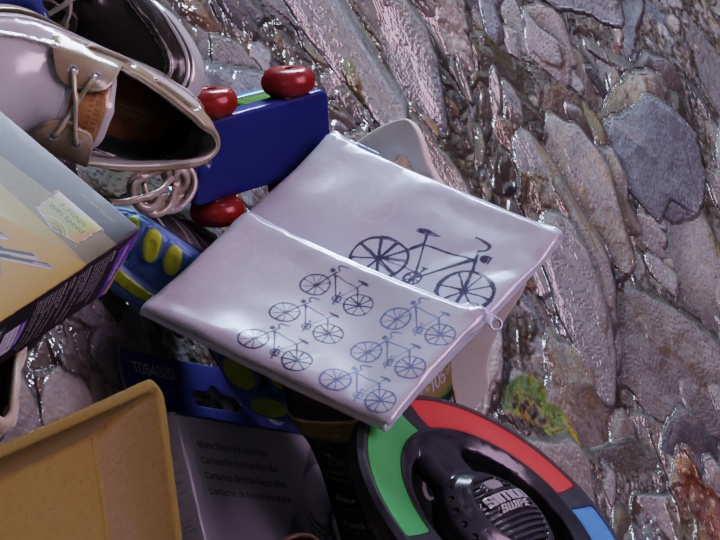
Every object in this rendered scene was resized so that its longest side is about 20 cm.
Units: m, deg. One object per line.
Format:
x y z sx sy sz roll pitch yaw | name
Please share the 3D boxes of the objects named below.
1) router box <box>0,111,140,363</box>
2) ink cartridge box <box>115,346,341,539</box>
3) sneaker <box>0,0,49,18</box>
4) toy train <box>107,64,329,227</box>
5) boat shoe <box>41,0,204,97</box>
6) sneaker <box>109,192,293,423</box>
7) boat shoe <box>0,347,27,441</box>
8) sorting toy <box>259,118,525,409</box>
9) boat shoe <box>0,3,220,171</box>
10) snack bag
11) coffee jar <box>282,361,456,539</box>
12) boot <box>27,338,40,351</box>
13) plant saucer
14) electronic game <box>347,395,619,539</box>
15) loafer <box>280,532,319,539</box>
-0.236 -0.037 1.535 0.200 0.052 0.157 39 36 10 | router box
-0.059 0.144 1.857 0.199 0.040 0.201 13 57 -56 | ink cartridge box
-0.251 -0.128 1.696 0.200 0.088 0.076 -30 96 -61 | sneaker
-0.122 -0.074 1.856 0.199 0.115 0.085 -19 111 -45 | toy train
-0.181 -0.162 1.795 0.200 0.071 0.064 37 0 12 | boat shoe
-0.083 0.018 1.865 0.199 0.071 0.083 39 23 -13 | sneaker
-0.202 0.026 1.583 0.071 0.062 0.201 48 27 -29 | boat shoe
0.017 0.001 1.913 0.200 0.180 0.107 48 34 7 | sorting toy
-0.163 -0.100 1.690 0.199 0.068 0.075 9 103 -43 | boat shoe
0.000 0.000 1.780 0.200 0.188 0.021 -43 143 -34 | snack bag
0.024 0.119 1.827 0.104 0.085 0.201 -38 117 -39 | coffee jar
-0.183 -0.034 1.726 0.075 0.097 0.201 39 37 -39 | boot
-0.157 0.174 1.606 0.200 0.048 0.201 -22 106 -65 | plant saucer
0.077 0.147 1.713 0.199 0.042 0.200 29 28 -17 | electronic game
-0.068 0.193 1.646 0.072 0.063 0.200 25 16 10 | loafer
